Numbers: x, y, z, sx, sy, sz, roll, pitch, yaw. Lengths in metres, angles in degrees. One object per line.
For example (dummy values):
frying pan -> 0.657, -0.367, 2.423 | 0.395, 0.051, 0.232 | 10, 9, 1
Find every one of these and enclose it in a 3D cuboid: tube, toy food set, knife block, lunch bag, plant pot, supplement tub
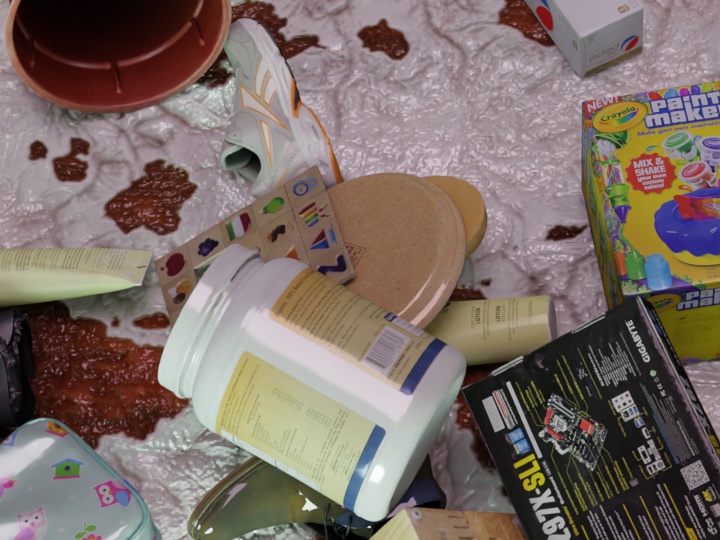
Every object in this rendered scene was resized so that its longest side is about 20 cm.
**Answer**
tube -> -0.278, 0.006, 1.753 | 0.198, 0.052, 0.058 | -5, 62, 3
toy food set -> 0.000, 0.000, 1.706 | 0.197, 0.049, 0.201 | 0, 57, 31
knife block -> 0.026, 0.255, 1.575 | 0.176, 0.199, 0.064 | -46, 53, 31
lunch bag -> -0.261, 0.228, 1.606 | 0.160, 0.077, 0.200 | 38, 69, 24
plant pot -> -0.231, -0.282, 1.864 | 0.199, 0.201, 0.196 | -15, 49, -3
tube -> 0.060, 0.054, 1.696 | 0.198, 0.058, 0.052 | -5, 101, 13
supplement tub -> -0.037, 0.080, 1.552 | 0.199, 0.145, 0.145 | 29, 65, 9

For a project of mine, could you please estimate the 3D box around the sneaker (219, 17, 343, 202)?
sneaker -> -0.092, -0.136, 1.818 | 0.091, 0.076, 0.201 | -26, 58, -4

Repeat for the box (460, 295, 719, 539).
box -> 0.188, 0.143, 1.564 | 0.159, 0.049, 0.201 | -30, 73, 16

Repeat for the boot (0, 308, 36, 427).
boot -> -0.353, 0.119, 1.683 | 0.167, 0.077, 0.201 | -4, 52, 9

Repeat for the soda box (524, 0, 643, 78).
soda box -> 0.178, -0.271, 1.875 | 0.068, 0.064, 0.201 | -25, 58, -9

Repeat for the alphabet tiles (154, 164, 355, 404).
alphabet tiles -> -0.082, 0.021, 1.701 | 0.166, 0.008, 0.201 | -30, 46, 11

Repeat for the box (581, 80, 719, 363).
box -> 0.292, -0.042, 1.685 | 0.198, 0.122, 0.194 | -9, 56, 1

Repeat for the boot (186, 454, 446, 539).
boot -> -0.031, 0.181, 1.610 | 0.199, 0.075, 0.097 | -27, 56, -13
